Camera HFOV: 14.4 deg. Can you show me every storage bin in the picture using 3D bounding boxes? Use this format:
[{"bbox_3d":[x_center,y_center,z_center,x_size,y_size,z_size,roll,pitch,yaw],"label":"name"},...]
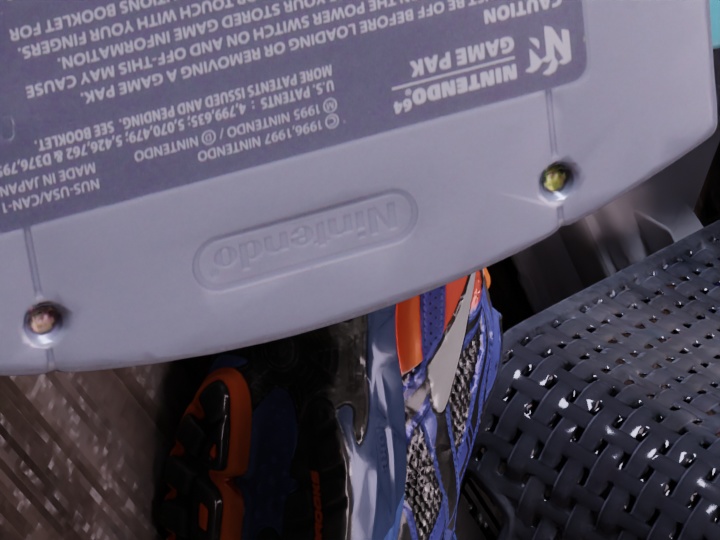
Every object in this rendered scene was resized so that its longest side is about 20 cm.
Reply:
[{"bbox_3d":[0.094,0.077,0.835,0.200,0.094,0.135,-25,140,-58],"label":"storage bin"}]

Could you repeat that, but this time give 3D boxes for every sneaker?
[{"bbox_3d":[0.000,0.000,0.713,0.078,0.075,0.200,-9,114,-54],"label":"sneaker"}]

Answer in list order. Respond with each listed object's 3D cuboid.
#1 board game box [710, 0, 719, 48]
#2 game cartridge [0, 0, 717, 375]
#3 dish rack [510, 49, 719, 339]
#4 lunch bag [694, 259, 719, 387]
[{"bbox_3d":[0.101,-0.164,0.796,0.151,0.047,0.200,-14,107,-59],"label":"board game box"},{"bbox_3d":[-0.022,-0.052,0.593,0.200,0.041,0.133,-15,112,-18],"label":"game cartridge"},{"bbox_3d":[0.080,-0.090,0.867,0.172,0.044,0.200,-65,146,-29],"label":"dish rack"},{"bbox_3d":[0.209,-0.015,0.995,0.094,0.150,0.200,70,39,-56],"label":"lunch bag"}]
